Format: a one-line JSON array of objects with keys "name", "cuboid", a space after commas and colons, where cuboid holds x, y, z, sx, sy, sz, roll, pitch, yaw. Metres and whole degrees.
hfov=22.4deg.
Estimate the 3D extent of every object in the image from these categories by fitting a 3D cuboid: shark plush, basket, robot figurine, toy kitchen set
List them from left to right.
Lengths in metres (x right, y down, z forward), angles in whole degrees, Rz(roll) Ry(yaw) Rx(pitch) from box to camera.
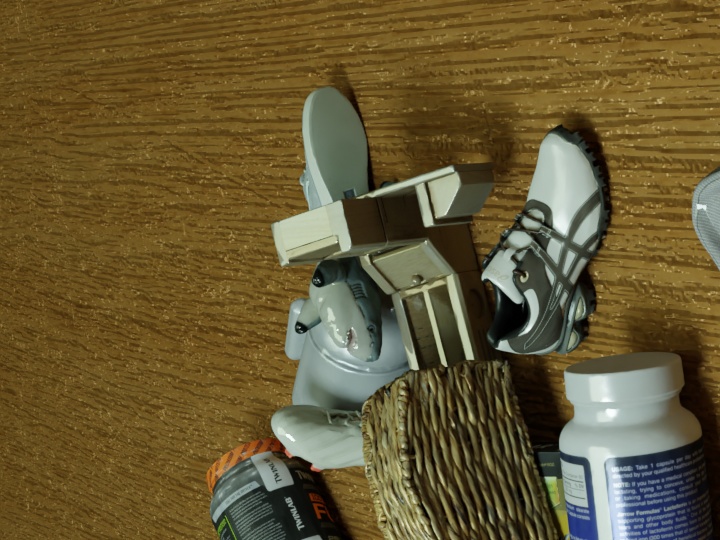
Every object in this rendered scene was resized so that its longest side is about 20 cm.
[{"name": "robot figurine", "cuboid": [-0.003, 0.091, 1.792, 0.169, 0.113, 0.201, 26, 127, 18]}, {"name": "shark plush", "cuboid": [0.000, 0.000, 1.729, 0.201, 0.083, 0.091, -72, 3, -50]}, {"name": "toy kitchen set", "cuboid": [0.060, 0.012, 1.602, 0.162, 0.200, 0.182, -18, 84, 34]}, {"name": "basket", "cuboid": [0.063, 0.195, 1.588, 0.149, 0.142, 0.201, -34, 67, 55]}]

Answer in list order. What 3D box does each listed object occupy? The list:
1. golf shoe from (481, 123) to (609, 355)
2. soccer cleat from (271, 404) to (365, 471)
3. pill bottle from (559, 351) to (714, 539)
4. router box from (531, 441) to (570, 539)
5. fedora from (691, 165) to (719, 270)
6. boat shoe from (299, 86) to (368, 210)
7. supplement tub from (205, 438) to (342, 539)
[{"name": "golf shoe", "cuboid": [0.151, -0.020, 1.527, 0.078, 0.094, 0.201, 26, 120, 54]}, {"name": "soccer cleat", "cuboid": [0.010, 0.159, 1.733, 0.078, 0.199, 0.070, -53, 28, 32]}, {"name": "pill bottle", "cuboid": [0.220, 0.171, 1.451, 0.115, 0.115, 0.201, 3, 102, 58]}, {"name": "router box", "cuboid": [0.154, 0.236, 1.639, 0.200, 0.052, 0.158, -12, 88, 59]}, {"name": "fedora", "cuboid": [0.301, -0.035, 1.276, 0.200, 0.090, 0.178, 36, 129, 49]}, {"name": "boat shoe", "cuboid": [-0.031, -0.081, 1.825, 0.071, 0.070, 0.202, -8, 95, 53]}, {"name": "supplement tub", "cuboid": [-0.088, 0.292, 1.987, 0.201, 0.122, 0.123, 62, 145, 26]}]
